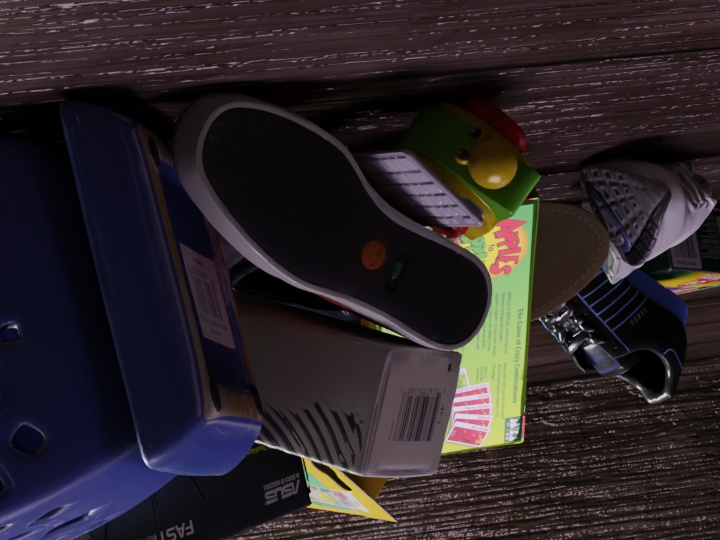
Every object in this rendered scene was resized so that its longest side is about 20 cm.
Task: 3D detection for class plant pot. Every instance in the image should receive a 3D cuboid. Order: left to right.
[{"bbox_3d":[-0.156,0.030,1.113,0.179,0.201,0.200,-16,172,6],"label":"plant pot"}]

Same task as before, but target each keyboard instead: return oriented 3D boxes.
[{"bbox_3d":[-0.003,-0.041,1.195,0.056,0.011,0.200,36,165,-22],"label":"keyboard"}]

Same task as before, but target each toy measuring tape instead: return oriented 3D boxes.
[{"bbox_3d":[0.047,-0.052,1.236,0.073,0.074,0.200,-8,177,-9],"label":"toy measuring tape"}]

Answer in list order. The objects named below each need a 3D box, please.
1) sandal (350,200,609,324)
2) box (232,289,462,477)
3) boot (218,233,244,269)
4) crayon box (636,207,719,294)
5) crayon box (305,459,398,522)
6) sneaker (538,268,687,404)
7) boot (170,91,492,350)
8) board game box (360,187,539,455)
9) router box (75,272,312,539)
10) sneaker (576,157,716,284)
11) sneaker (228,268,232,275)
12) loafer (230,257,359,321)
[{"bbox_3d":[0.064,0.014,1.531,0.211,0.078,0.070,-31,-173,6],"label":"sandal"},{"bbox_3d":[-0.053,0.051,1.219,0.199,0.069,0.082,14,-176,33],"label":"box"},{"bbox_3d":[-0.163,-0.002,1.333,0.199,0.070,0.174,-16,170,34],"label":"boot"},{"bbox_3d":[0.202,-0.006,1.828,0.172,0.059,0.200,-14,171,29],"label":"crayon box"},{"bbox_3d":[-0.064,0.106,1.548,0.199,0.052,0.126,3,145,51],"label":"crayon box"},{"bbox_3d":[0.164,0.027,1.684,0.199,0.078,0.070,28,143,-27],"label":"sneaker"},{"bbox_3d":[-0.045,-0.028,1.167,0.200,0.073,0.144,36,168,-36],"label":"boot"},{"bbox_3d":[0.053,0.027,1.444,0.101,0.048,0.201,-8,130,-11],"label":"board game box"},{"bbox_3d":[-0.123,0.091,1.359,0.062,0.151,0.200,-10,-177,38],"label":"router box"},{"bbox_3d":[0.194,-0.047,1.528,0.087,0.075,0.200,-26,176,-2],"label":"sneaker"},{"bbox_3d":[0.000,0.000,1.539,0.199,0.076,0.077,-10,173,-37],"label":"sneaker"},{"bbox_3d":[-0.005,0.004,1.323,0.068,0.071,0.200,45,162,-33],"label":"loafer"}]
